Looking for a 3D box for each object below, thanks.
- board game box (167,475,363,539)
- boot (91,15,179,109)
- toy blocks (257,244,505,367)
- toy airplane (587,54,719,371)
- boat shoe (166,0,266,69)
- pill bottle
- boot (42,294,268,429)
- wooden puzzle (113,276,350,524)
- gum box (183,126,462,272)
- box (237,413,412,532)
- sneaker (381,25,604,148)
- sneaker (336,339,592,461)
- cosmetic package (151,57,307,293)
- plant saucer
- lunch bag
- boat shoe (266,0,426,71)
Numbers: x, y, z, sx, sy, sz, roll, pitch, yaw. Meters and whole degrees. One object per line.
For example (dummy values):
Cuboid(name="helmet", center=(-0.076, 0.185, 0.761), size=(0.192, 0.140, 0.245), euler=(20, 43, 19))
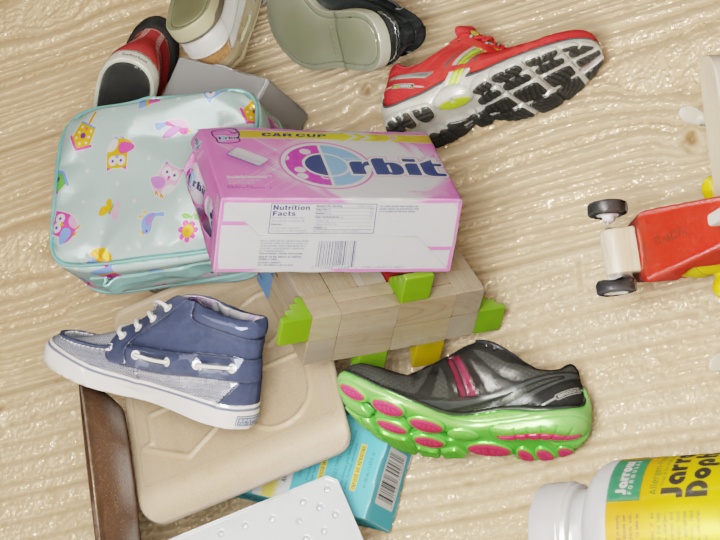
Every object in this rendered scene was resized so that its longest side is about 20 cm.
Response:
Cuboid(name="board game box", center=(-0.073, 0.283, 1.516), size=(0.199, 0.026, 0.201), euler=(-21, 69, -8))
Cuboid(name="boot", center=(-0.217, -0.129, 1.834), size=(0.072, 0.144, 0.201), euler=(22, 116, -3))
Cuboid(name="toy blocks", center=(0.000, 0.000, 1.601), size=(0.199, 0.100, 0.137), euler=(-9, 45, -24))
Cuboid(name="toy airplane", center=(0.276, -0.031, 1.469), size=(0.199, 0.140, 0.201), euler=(53, 133, 46))
Cuboid(name="boat shoe", center=(-0.124, -0.259, 1.821), size=(0.074, 0.068, 0.201), euler=(-15, 40, 31))
Cuboid(name="pill bottle", center=(0.227, 0.188, 1.426), size=(0.199, 0.113, 0.114), euler=(-7, 67, 27))
Cuboid(name="boot", center=(-0.161, 0.055, 1.591), size=(0.199, 0.073, 0.091), euler=(15, 103, 23))
Cuboid(name="wooden puzzle", center=(-0.104, 0.093, 1.633), size=(0.184, 0.046, 0.201), euler=(-23, 56, 12))
Cuboid(name="gum box", center=(-0.034, -0.055, 1.542), size=(0.114, 0.198, 0.067), euler=(-113, 27, -56))
Cuboid(name="box", center=(-0.058, 0.151, 1.637), size=(0.199, 0.049, 0.083), euler=(8, 75, 31))
Cuboid(name="sneaker", center=(0.104, -0.171, 1.663), size=(0.199, 0.077, 0.085), euler=(-16, 58, 23))
Cuboid(name="sneaker", center=(0.080, 0.097, 1.553), size=(0.198, 0.077, 0.084), euler=(7, 55, 1))
Cuboid(name="cosmetic package", center=(-0.139, -0.076, 1.753), size=(0.106, 0.090, 0.201), euler=(19, 78, 32))
Cuboid(name="plant saucer", center=(-0.204, 0.187, 1.641), size=(0.036, 0.201, 0.202), euler=(-7, 63, -10))
Cuboid(name="lunch bag", center=(-0.162, -0.061, 1.665), size=(0.199, 0.077, 0.162), euler=(-7, 71, 22))
Cuboid(name="boat shoe", center=(-0.012, -0.217, 1.746), size=(0.199, 0.066, 0.075), euler=(15, 120, 58))
